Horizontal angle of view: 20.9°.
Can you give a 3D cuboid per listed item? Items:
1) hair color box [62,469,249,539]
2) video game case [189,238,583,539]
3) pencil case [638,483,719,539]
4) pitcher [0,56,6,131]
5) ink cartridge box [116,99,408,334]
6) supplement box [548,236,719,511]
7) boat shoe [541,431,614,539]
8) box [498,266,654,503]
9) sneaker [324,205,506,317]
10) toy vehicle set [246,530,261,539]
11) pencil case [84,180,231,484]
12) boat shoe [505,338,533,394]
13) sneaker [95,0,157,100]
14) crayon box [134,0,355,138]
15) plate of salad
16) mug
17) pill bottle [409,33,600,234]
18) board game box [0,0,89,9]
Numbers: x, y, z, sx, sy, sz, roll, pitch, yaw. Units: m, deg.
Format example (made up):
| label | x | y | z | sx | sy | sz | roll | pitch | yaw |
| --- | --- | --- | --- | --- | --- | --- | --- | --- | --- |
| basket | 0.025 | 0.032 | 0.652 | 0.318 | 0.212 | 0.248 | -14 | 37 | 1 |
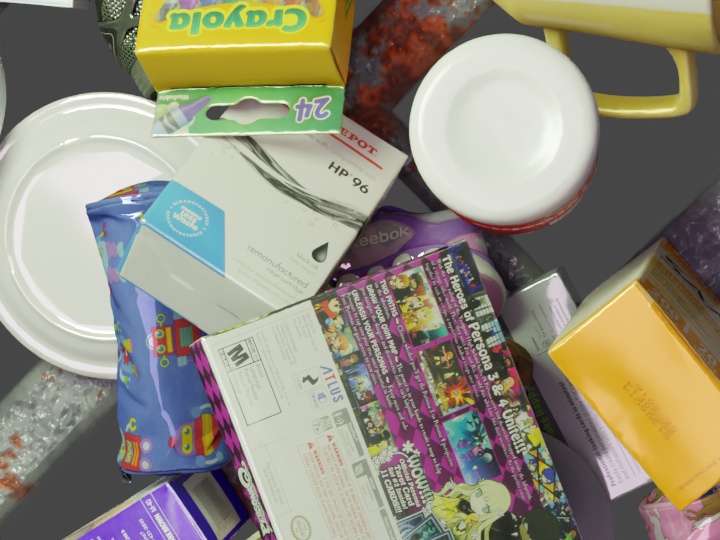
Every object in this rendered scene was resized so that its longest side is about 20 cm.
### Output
| label | x | y | z | sx | sy | sz | roll | pitch | yaw |
| --- | --- | --- | --- | --- | --- | --- | --- | --- | --- |
| hair color box | -0.184 | 0.209 | 1.358 | 0.200 | 0.109 | 0.065 | -34 | 90 | 12 |
| video game case | 0.017 | 0.104 | 1.150 | 0.181 | 0.036 | 0.200 | -21 | 88 | -22 |
| pencil case | 0.257 | 0.224 | 1.290 | 0.083 | 0.087 | 0.200 | -23 | 92 | -19 |
| pitcher | -0.316 | -0.071 | 1.347 | 0.121 | 0.172 | 0.200 | 14 | 71 | -3 |
| ink cartridge box | -0.051 | -0.050 | 1.246 | 0.116 | 0.200 | 0.068 | 33 | 142 | 0 |
| supplement box | 0.195 | 0.058 | 1.223 | 0.074 | 0.200 | 0.126 | -41 | 89 | 16 |
| boat shoe | 0.087 | 0.132 | 1.259 | 0.065 | 0.074 | 0.200 | -11 | 134 | 46 |
| box | 0.084 | 0.111 | 1.332 | 0.200 | 0.041 | 0.156 | -27 | 90 | 13 |
| sneaker | 0.000 | 0.000 | 1.317 | 0.200 | 0.089 | 0.081 | -7 | 138 | 13 |
| toy vehicle set | -0.050 | 0.227 | 1.306 | 0.026 | 0.124 | 0.200 | 27 | 127 | -34 |
| pencil case | -0.133 | 0.040 | 1.301 | 0.078 | 0.087 | 0.200 | -10 | 98 | -23 |
| boat shoe | 0.012 | 0.085 | 1.284 | 0.200 | 0.072 | 0.072 | -1 | 123 | -3 |
| sneaker | -0.101 | -0.219 | 1.313 | 0.199 | 0.076 | 0.114 | -40 | 85 | 10 |
| crayon box | -0.067 | -0.183 | 1.223 | 0.126 | 0.052 | 0.200 | -1 | 65 | 12 |
| plate of salad | -0.173 | -0.024 | 1.362 | 0.200 | 0.048 | 0.200 | 1 | 97 | 9 |
| mug | 0.157 | -0.195 | 1.238 | 0.153 | 0.149 | 0.187 | 3 | 90 | 18 |
| pill bottle | 0.093 | -0.080 | 1.223 | 0.112 | 0.200 | 0.112 | 0 | 88 | 7 |
| board game box | -0.282 | -0.288 | 1.359 | 0.199 | 0.041 | 0.200 | 6 | 97 | 10 |
